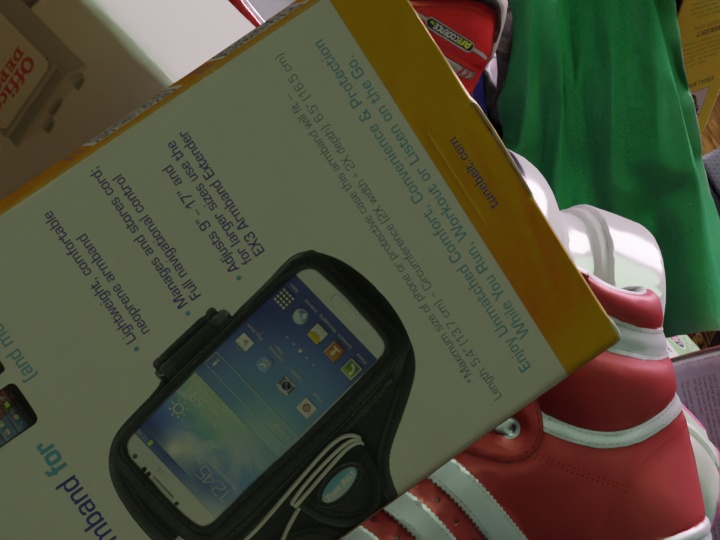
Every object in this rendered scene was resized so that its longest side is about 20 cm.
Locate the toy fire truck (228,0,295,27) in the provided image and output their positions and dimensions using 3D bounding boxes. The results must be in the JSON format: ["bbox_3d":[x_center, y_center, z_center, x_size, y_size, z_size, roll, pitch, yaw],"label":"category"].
[{"bbox_3d":[-0.044,-0.178,0.865,0.168,0.112,0.200,51,42,-27],"label":"toy fire truck"}]

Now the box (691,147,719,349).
[{"bbox_3d":[0.212,0.039,1.301,0.158,0.051,0.200,61,-14,19],"label":"box"}]

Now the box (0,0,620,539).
[{"bbox_3d":[-0.047,0.024,0.656,0.119,0.200,0.041,57,-7,-10],"label":"box"}]

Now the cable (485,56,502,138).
[{"bbox_3d":[0.032,-0.070,1.249,0.200,0.163,0.051,4,83,-57],"label":"cable"}]

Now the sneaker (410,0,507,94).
[{"bbox_3d":[-0.038,-0.087,0.932,0.199,0.085,0.077,1,21,-22],"label":"sneaker"}]

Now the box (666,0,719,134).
[{"bbox_3d":[0.117,-0.099,1.089,0.050,0.200,0.075,-19,55,-30],"label":"box"}]

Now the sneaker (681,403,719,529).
[{"bbox_3d":[0.017,0.075,0.818,0.199,0.082,0.088,4,45,-2],"label":"sneaker"}]

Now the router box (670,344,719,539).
[{"bbox_3d":[0.173,0.133,0.988,0.179,0.049,0.201,9,67,-63],"label":"router box"}]

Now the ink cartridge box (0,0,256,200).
[{"bbox_3d":[-0.120,-0.050,0.758,0.200,0.147,0.083,45,21,16],"label":"ink cartridge box"}]

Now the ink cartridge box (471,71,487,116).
[{"bbox_3d":[-0.039,-0.074,1.042,0.200,0.136,0.076,50,-15,31],"label":"ink cartridge box"}]

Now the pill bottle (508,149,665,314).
[{"bbox_3d":[0.000,0.000,0.903,0.199,0.116,0.116,18,23,-21],"label":"pill bottle"}]

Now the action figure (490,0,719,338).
[{"bbox_3d":[0.090,-0.071,1.013,0.118,0.201,0.055,-4,-4,-15],"label":"action figure"}]

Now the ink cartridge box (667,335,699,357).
[{"bbox_3d":[0.056,0.019,1.139,0.200,0.088,0.145,17,28,-54],"label":"ink cartridge box"}]

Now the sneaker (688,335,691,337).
[{"bbox_3d":[0.093,-0.020,1.302,0.201,0.108,0.067,49,16,28],"label":"sneaker"}]

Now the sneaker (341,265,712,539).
[{"bbox_3d":[0.009,0.055,0.732,0.199,0.113,0.071,-10,5,-29],"label":"sneaker"}]
